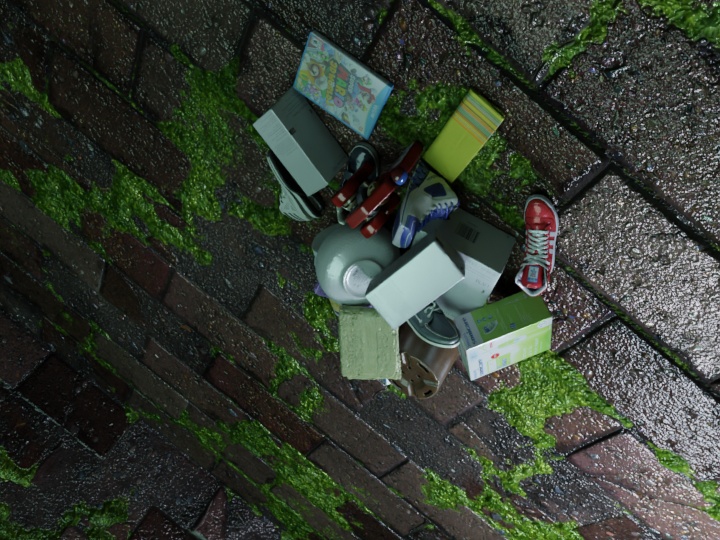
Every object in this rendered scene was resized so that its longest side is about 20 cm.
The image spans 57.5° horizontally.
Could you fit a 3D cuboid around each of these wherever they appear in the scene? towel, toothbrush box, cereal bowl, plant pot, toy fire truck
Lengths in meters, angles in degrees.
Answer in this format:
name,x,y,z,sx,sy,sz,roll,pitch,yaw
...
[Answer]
name,x,y,z,sx,sy,sz,roll,pitch,yaw
towel,0.020,0.166,1.487,0.143,0.037,0.205,0,120,8
toothbrush box,0.311,0.139,1.433,0.194,0.088,0.147,-20,144,0
cereal bowl,0.000,0.000,1.440,0.193,0.084,0.205,-6,121,-9
plant pot,0.157,0.188,1.605,0.195,0.200,0.204,19,138,18
towel,0.200,-0.263,1.296,0.086,0.018,0.201,42,141,3
toy fire truck,0.043,-0.173,1.330,0.112,0.201,0.167,44,128,-8

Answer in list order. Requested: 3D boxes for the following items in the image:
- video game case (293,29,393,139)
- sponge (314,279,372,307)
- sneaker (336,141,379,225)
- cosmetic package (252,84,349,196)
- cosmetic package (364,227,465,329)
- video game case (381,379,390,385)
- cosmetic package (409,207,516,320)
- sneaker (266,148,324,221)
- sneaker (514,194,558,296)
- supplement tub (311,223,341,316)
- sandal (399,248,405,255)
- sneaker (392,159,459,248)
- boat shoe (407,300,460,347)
name,x,y,z,sx,sy,sz,roll,pitch,yaw
video game case,-0.039,-0.379,1.352,0.197,0.018,0.144,35,139,2
sponge,0.000,0.028,1.523,0.195,0.030,0.114,17,113,-21
sneaker,-0.009,-0.185,1.468,0.077,0.080,0.203,24,136,13
cosmetic package,-0.128,-0.281,1.435,0.080,0.114,0.201,-23,114,45
cosmetic package,0.111,0.019,1.343,0.198,0.074,0.102,-38,103,24
video game case,0.024,0.169,1.701,0.200,0.021,0.187,-139,38,-57
cosmetic package,0.205,-0.013,1.443,0.196,0.124,0.203,28,141,9
sneaker,-0.183,-0.195,1.580,0.113,0.076,0.202,-15,120,40
sneaker,0.353,-0.042,1.317,0.069,0.113,0.204,7,132,28
supplement tub,-0.030,0.003,1.603,0.142,0.146,0.204,2,129,33
sandal,0.096,-0.079,1.491,0.042,0.077,0.202,28,139,5
sneaker,0.141,-0.129,1.331,0.112,0.203,0.081,22,145,-1
boat shoe,0.138,0.091,1.408,0.199,0.071,0.063,40,139,38
